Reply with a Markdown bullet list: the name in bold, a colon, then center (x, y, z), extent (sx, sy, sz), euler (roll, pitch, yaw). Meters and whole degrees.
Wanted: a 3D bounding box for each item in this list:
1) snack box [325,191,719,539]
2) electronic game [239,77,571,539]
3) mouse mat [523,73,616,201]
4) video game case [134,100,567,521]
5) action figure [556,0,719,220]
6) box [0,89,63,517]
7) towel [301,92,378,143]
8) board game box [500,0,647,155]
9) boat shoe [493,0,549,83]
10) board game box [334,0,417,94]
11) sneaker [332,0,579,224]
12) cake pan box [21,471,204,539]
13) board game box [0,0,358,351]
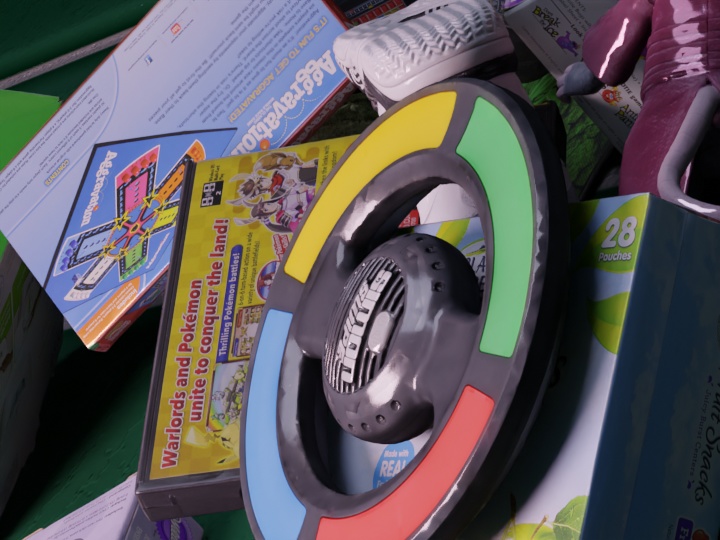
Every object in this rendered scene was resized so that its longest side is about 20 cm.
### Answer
- **snack box**: center (0.056, 0.066, 1.102), extent (0.200, 0.067, 0.170), euler (-5, 69, 58)
- **electronic game**: center (0.013, 0.025, 1.090), extent (0.200, 0.041, 0.201), euler (-39, 41, 43)
- **mouse mat**: center (0.095, -0.080, 1.478), extent (0.161, 0.008, 0.200), euler (-17, 33, 51)
- **video game case**: center (-0.001, 0.015, 1.292), extent (0.179, 0.026, 0.201), euler (-9, 45, 15)
- **action figure**: center (0.133, -0.075, 1.177), extent (0.133, 0.149, 0.201), euler (-6, 65, 13)
- **box**: center (-0.224, 0.027, 1.607), extent (0.201, 0.096, 0.177), euler (-77, -6, -49)
- **towel**: center (-0.044, -0.042, 1.510), extent (0.148, 0.037, 0.200), euler (-32, -5, 24)
- **board game box**: center (0.179, -0.148, 1.312), extent (0.199, 0.105, 0.103), euler (-26, 26, 38)
- **boat shoe**: center (0.104, -0.167, 1.533), extent (0.068, 0.057, 0.200), euler (10, 36, 18)
- **board game box**: center (-0.059, -0.082, 1.554), extent (0.165, 0.057, 0.200), euler (-31, -4, -27)
- **sneaker**: center (0.042, -0.058, 1.278), extent (0.075, 0.116, 0.200), euler (-21, 9, 1)
- **cake pan box**: center (-0.175, 0.205, 1.376), extent (0.199, 0.052, 0.185), euler (-32, 22, 29)
- **board game box**: center (-0.089, -0.067, 1.414), extent (0.200, 0.103, 0.019), euler (-45, -23, 15)
